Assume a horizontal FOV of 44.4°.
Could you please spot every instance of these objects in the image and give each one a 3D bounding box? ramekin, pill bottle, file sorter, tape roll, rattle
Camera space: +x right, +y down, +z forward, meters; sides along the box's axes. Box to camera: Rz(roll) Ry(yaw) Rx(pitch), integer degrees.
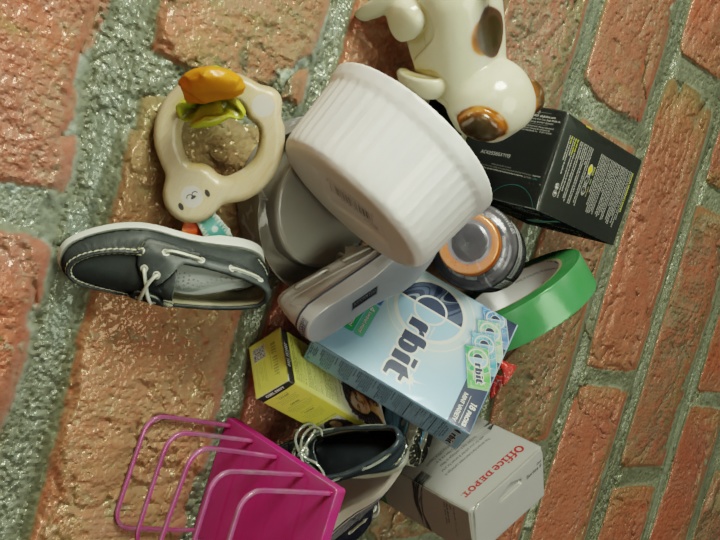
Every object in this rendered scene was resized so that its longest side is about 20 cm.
[{"bbox_3d":[0.021,-0.095,0.856,0.098,0.200,0.201,-49,132,-10],"label":"ramekin"},{"bbox_3d":[0.145,-0.027,1.086,0.200,0.106,0.107,11,97,-75],"label":"pill bottle"},{"bbox_3d":[-0.141,0.244,0.890,0.125,0.200,0.140,16,92,-43],"label":"file sorter"},{"bbox_3d":[0.210,0.043,1.160,0.200,0.200,0.048,-35,99,-31],"label":"tape roll"},{"bbox_3d":[-0.138,-0.083,0.814,0.130,0.143,0.201,18,100,-26],"label":"rattle"}]

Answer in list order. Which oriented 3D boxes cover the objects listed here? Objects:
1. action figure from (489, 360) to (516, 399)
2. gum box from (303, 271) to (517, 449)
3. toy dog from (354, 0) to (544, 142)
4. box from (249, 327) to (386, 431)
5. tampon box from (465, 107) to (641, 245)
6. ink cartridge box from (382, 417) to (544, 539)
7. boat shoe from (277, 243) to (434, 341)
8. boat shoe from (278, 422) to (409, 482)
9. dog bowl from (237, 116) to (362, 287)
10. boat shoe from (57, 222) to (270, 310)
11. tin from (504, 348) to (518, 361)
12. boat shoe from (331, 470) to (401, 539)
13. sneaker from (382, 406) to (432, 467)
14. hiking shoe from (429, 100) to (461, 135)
[{"bbox_3d":[0.081,0.098,1.078,0.099,0.200,0.065,-49,172,-35],"label":"action figure"},{"bbox_3d":[0.062,0.081,1.013,0.170,0.199,0.045,-57,177,-39],"label":"gum box"},{"bbox_3d":[0.123,-0.239,0.971,0.139,0.193,0.201,-36,104,-40],"label":"toy dog"},{"bbox_3d":[-0.045,0.144,1.031,0.050,0.076,0.200,-32,139,20],"label":"box"},{"bbox_3d":[0.249,-0.129,1.176,0.200,0.150,0.127,17,92,-46],"label":"tampon box"},{"bbox_3d":[0.116,0.258,1.140,0.146,0.200,0.084,-30,124,-33],"label":"ink cartridge box"},{"bbox_3d":[0.000,0.000,0.953,0.200,0.065,0.074,-29,147,-33],"label":"boat shoe"},{"bbox_3d":[-0.044,0.214,0.996,0.062,0.199,0.075,70,14,-57],"label":"boat shoe"},{"bbox_3d":[-0.049,-0.078,0.969,0.199,0.059,0.201,-17,116,-40],"label":"dog bowl"},{"bbox_3d":[-0.179,0.002,0.828,0.199,0.060,0.076,-1,135,-23],"label":"boat shoe"},{"bbox_3d":[0.195,0.113,1.233,0.200,0.042,0.112,-35,168,-45],"label":"tin"},{"bbox_3d":[-0.003,0.274,1.087,0.200,0.075,0.093,-43,146,22],"label":"boat shoe"},{"bbox_3d":[0.062,0.153,1.140,0.079,0.090,0.200,77,31,-42],"label":"sneaker"},{"bbox_3d":[0.084,-0.131,1.087,0.087,0.074,0.201,21,85,-72],"label":"hiking shoe"}]
